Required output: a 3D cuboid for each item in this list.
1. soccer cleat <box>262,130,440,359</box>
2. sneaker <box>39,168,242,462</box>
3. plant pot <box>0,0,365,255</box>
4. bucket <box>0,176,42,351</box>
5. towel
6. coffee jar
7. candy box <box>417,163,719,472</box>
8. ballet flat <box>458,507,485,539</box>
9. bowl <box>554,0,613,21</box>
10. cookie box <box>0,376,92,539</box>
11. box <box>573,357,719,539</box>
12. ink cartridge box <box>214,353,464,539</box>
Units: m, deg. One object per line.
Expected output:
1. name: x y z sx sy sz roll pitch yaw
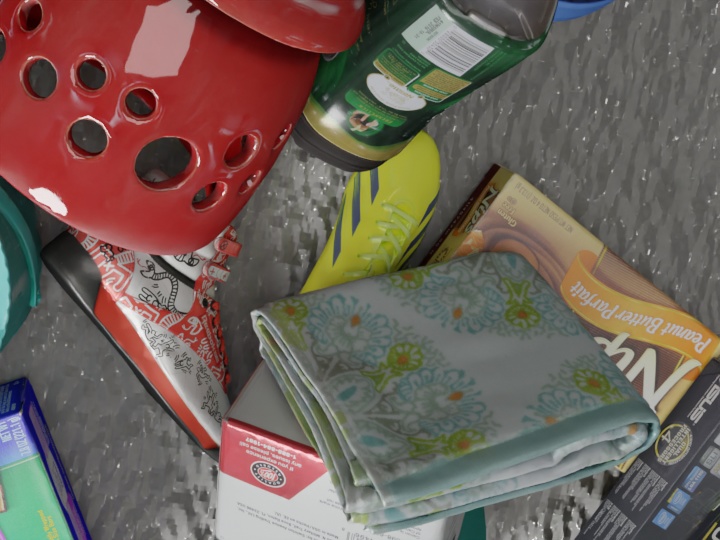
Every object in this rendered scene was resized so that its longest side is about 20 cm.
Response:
1. soccer cleat: 0.001 0.001 0.972 0.065 0.084 0.201 28 96 -14
2. sneaker: -0.108 0.030 0.968 0.108 0.067 0.202 -41 115 -13
3. plant pot: -0.114 -0.140 0.840 0.200 0.201 0.183 32 116 -14
4. bucket: -0.296 -0.003 0.894 0.206 0.135 0.208 -2 102 -10
5. towel: 0.052 0.062 0.875 0.199 0.171 0.048 -12 135 -23
6. coffee jar: 0.031 -0.137 0.885 0.085 0.200 0.105 27 60 -20
7. candy box: 0.139 0.033 1.017 0.200 0.055 0.116 37 94 -15
8. ballet flat: 0.045 0.136 1.011 0.074 0.074 0.201 -10 116 -7
9. bowl: 0.125 -0.258 0.923 0.200 0.039 0.201 -4 97 -32
10. cookie box: -0.285 0.188 0.968 0.199 0.075 0.172 -19 105 -4
11. box: 0.245 0.179 1.047 0.161 0.049 0.200 34 95 -34
12. ink cartridge box: -0.013 0.163 0.939 0.144 0.084 0.201 19 130 12
